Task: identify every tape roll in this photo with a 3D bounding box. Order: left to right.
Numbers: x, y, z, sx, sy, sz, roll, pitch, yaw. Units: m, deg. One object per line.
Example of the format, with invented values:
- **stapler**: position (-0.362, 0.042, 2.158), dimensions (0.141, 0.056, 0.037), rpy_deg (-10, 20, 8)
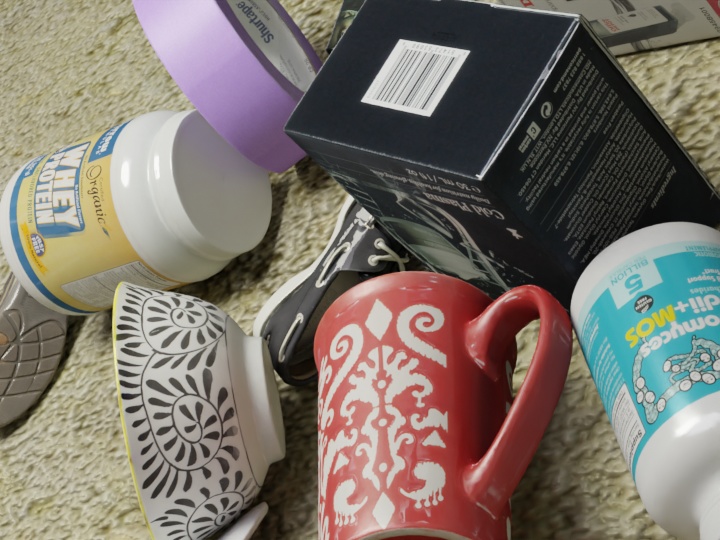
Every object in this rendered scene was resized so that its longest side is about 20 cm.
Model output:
- **tape roll**: position (-0.098, -0.180, 1.297), dimensions (0.066, 0.200, 0.200), rpy_deg (-36, 39, 16)

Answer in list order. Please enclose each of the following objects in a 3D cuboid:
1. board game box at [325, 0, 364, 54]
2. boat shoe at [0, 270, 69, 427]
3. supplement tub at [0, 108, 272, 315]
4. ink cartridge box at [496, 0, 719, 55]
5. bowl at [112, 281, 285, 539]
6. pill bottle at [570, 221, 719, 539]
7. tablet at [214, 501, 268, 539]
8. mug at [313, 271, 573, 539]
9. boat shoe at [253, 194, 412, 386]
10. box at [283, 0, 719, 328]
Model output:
- **board game box**: position (0.053, -0.275, 1.372), dimensions (0.135, 0.028, 0.201), rpy_deg (-8, 53, 39)
- **boat shoe**: position (-0.299, 0.050, 1.415), dimensions (0.201, 0.074, 0.073), rpy_deg (-66, 15, -14)
- **supplement tub**: position (-0.188, -0.050, 1.318), dimensions (0.200, 0.145, 0.145), rpy_deg (-17, 48, 34)
- **ink cartridge box**: position (0.189, -0.230, 1.107), dimensions (0.200, 0.146, 0.085), rpy_deg (-3, 57, 43)
- **bowl**: position (-0.106, 0.099, 1.113), dimensions (0.094, 0.201, 0.201), rpy_deg (-10, 45, 1)
- **pill bottle**: position (0.194, 0.074, 0.872), dimensions (0.111, 0.111, 0.200), rpy_deg (-35, 40, 17)
- **tablet**: position (-0.130, 0.228, 1.033), dimensions (0.130, 0.014, 0.200), rpy_deg (-43, 3, 20)
- **mug**: position (0.038, 0.099, 0.935), dimensions (0.200, 0.133, 0.178), rpy_deg (-86, 14, -50)
- **boat shoe**: position (0.000, 0.000, 1.153), dimensions (0.200, 0.074, 0.060), rpy_deg (-46, 38, 8)
- **box**: position (0.093, -0.068, 1.020), dimensions (0.200, 0.197, 0.124), rpy_deg (19, 73, 50)
